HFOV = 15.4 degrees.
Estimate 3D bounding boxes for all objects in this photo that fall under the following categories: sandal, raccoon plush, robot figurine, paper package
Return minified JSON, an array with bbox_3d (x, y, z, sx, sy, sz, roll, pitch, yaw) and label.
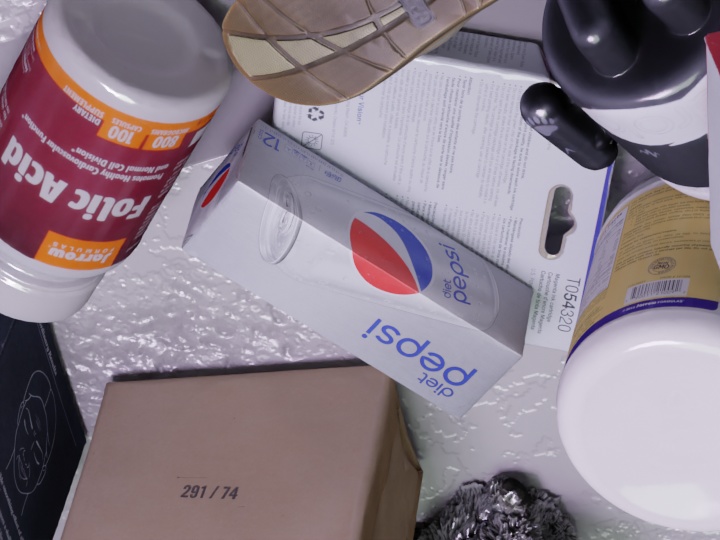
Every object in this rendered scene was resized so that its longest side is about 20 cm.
[{"bbox_3d":[0.018,-0.152,1.456,0.200,0.054,0.080,-27,96,24],"label":"sandal"},{"bbox_3d":[0.067,0.226,1.730,0.200,0.134,0.097,-30,120,30],"label":"raccoon plush"},{"bbox_3d":[0.173,-0.117,1.407,0.150,0.125,0.200,9,164,37],"label":"robot figurine"},{"bbox_3d":[-0.076,0.159,1.666,0.200,0.191,0.104,-4,133,15],"label":"paper package"}]

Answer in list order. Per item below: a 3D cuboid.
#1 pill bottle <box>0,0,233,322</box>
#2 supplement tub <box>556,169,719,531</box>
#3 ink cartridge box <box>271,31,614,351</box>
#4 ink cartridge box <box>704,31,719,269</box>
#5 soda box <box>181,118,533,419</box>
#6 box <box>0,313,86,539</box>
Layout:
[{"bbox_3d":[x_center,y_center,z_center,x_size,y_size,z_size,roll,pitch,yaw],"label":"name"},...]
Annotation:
[{"bbox_3d":[-0.163,-0.069,1.543,0.114,0.114,0.200,25,130,-10],"label":"pill bottle"},{"bbox_3d":[0.194,0.031,1.490,0.145,0.200,0.146,8,127,11],"label":"supplement tub"},{"bbox_3d":[0.045,-0.052,1.563,0.200,0.043,0.197,10,129,2],"label":"ink cartridge box"},{"bbox_3d":[0.281,-0.036,1.301,0.200,0.145,0.145,-10,130,-1],"label":"ink cartridge box"},{"bbox_3d":[0.000,0.000,1.546,0.200,0.063,0.068,32,127,-14],"label":"soda box"},{"bbox_3d":[-0.258,0.120,1.664,0.107,0.200,0.149,-2,128,14],"label":"box"}]
